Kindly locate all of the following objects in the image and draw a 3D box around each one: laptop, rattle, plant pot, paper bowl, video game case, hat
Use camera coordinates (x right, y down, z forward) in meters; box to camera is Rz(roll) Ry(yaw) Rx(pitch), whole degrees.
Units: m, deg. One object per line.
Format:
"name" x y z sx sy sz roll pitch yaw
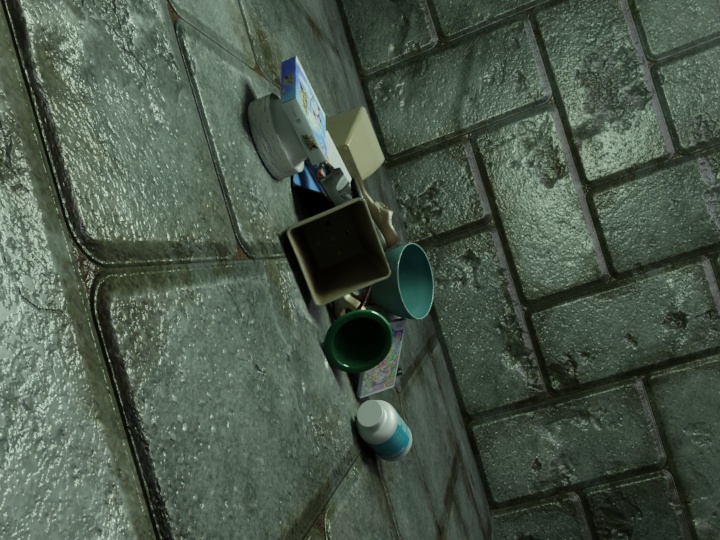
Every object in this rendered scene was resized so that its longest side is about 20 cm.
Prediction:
"laptop" -0.103 -0.210 1.794 0.117 0.197 0.188 -55 142 -18
"rattle" -0.068 0.117 1.704 0.202 0.142 0.130 56 -18 -7
"plant pot" 0.097 0.036 1.776 0.199 0.132 0.205 18 69 -54
"paper bowl" -0.191 -0.338 1.610 0.200 0.102 0.205 -19 91 -78
"plant pot" -0.059 -0.063 1.606 0.177 0.196 0.203 -116 -176 -74
"video game case" 0.057 0.233 1.744 0.141 0.018 0.205 -8 113 -46
"plant pot" -0.057 -0.370 2.078 0.179 0.196 0.202 -73 144 -51
"video game case" -0.136 -0.390 1.582 0.203 0.045 0.183 -96 162 -45
"hat" -0.006 0.136 1.652 0.168 0.197 0.177 63 1 -24

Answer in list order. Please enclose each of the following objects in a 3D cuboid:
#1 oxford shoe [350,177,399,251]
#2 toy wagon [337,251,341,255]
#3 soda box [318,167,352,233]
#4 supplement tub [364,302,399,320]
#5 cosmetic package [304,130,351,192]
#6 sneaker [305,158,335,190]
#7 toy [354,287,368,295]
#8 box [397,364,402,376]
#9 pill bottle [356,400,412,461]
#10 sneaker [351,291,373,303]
"oxford shoe" 0.037 -0.151 1.656 0.203 0.083 0.073 63 -13 1
"toy wagon" -0.042 -0.121 1.852 0.039 0.153 0.204 28 43 -48
"soda box" -0.032 -0.171 1.731 0.202 0.070 0.063 58 -1 -10
"supplement tub" 0.045 0.165 1.874 0.200 0.142 0.147 -29 101 -77
"cosmetic package" -0.107 -0.305 1.921 0.103 0.070 0.201 -62 144 -27
"sneaker" -0.118 -0.297 1.785 0.203 0.074 0.078 66 -10 -3
"toy" 0.000 0.000 1.829 0.199 0.114 0.048 -23 137 -58
"box" 0.078 0.270 2.104 0.200 0.045 0.162 22 52 -74
"pill bottle" 0.057 0.407 1.671 0.201 0.109 0.113 58 19 -50
"sneaker" 0.009 0.061 1.844 0.198 0.089 0.080 -17 108 -47
